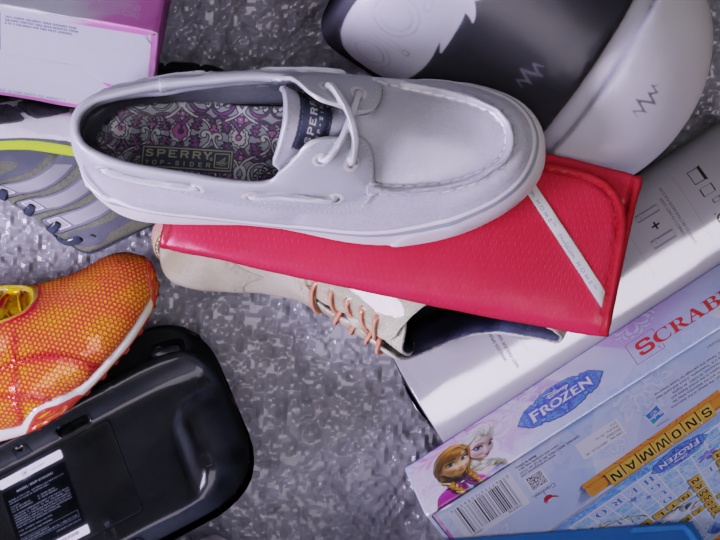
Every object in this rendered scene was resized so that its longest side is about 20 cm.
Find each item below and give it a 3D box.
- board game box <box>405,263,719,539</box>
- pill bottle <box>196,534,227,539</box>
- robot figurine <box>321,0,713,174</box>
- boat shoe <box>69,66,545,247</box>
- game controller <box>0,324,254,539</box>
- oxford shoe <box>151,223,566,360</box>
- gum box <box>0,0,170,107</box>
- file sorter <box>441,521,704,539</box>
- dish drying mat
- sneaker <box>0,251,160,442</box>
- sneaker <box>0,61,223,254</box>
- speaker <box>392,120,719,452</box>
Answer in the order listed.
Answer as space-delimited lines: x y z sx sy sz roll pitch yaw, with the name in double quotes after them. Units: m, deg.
0.153 0.111 1.041 0.200 0.041 0.200 -32 124 4 "board game box"
-0.137 0.210 1.048 0.199 0.111 0.111 -22 100 1 "pill bottle"
0.062 -0.122 0.995 0.200 0.150 0.125 33 55 -7 "robot figurine"
-0.024 -0.055 0.927 0.199 0.069 0.072 6 78 8 "boat shoe"
-0.148 0.105 1.043 0.199 0.042 0.105 -28 64 3 "game controller"
0.000 0.000 0.995 0.199 0.071 0.074 -2 64 14 "oxford shoe"
-0.180 -0.146 0.977 0.199 0.066 0.114 9 58 -4 "gum box"
0.068 0.202 0.956 0.199 0.139 0.123 -2 117 -16 "file sorter"
0.017 -0.026 0.961 0.199 0.018 0.077 12 79 8 "dish drying mat"
-0.186 0.041 1.029 0.199 0.073 0.077 -27 120 1 "sneaker"
-0.144 -0.047 1.014 0.199 0.074 0.081 2 120 -11 "sneaker"
0.111 0.012 1.040 0.200 0.081 0.081 -33 100 3 "speaker"
